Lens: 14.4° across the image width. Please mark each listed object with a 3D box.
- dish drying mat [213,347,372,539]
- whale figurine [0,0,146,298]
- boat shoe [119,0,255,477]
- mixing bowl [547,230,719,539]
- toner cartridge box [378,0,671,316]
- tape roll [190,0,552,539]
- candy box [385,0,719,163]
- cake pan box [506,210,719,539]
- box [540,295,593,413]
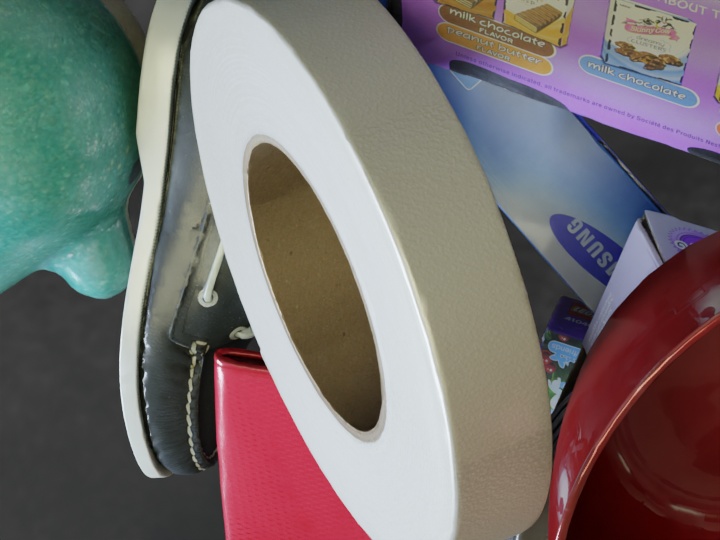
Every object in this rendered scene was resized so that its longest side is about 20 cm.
[{"bbox_3d":[-0.014,0.111,1.095,0.077,0.018,0.200,8,129,13],"label":"dish drying mat"},{"bbox_3d":[-0.159,-0.029,1.062,0.159,0.104,0.200,32,116,1],"label":"whale figurine"},{"bbox_3d":[-0.050,-0.009,1.055,0.060,0.076,0.200,10,118,13],"label":"boat shoe"},{"bbox_3d":[0.137,0.057,0.861,0.200,0.108,0.200,-7,118,-12],"label":"mixing bowl"},{"bbox_3d":[0.040,-0.064,0.993,0.043,0.095,0.200,-41,96,5],"label":"toner cartridge box"},{"bbox_3d":[0.000,0.000,0.929,0.037,0.203,0.203,-21,108,-17],"label":"tape roll"},{"bbox_3d":[0.101,-0.125,0.829,0.168,0.072,0.200,20,146,10],"label":"candy box"},{"bbox_3d":[0.146,0.088,0.974,0.200,0.052,0.184,17,112,-17],"label":"cake pan box"},{"bbox_3d":[0.149,0.104,1.064,0.200,0.039,0.137,18,114,8],"label":"box"}]
